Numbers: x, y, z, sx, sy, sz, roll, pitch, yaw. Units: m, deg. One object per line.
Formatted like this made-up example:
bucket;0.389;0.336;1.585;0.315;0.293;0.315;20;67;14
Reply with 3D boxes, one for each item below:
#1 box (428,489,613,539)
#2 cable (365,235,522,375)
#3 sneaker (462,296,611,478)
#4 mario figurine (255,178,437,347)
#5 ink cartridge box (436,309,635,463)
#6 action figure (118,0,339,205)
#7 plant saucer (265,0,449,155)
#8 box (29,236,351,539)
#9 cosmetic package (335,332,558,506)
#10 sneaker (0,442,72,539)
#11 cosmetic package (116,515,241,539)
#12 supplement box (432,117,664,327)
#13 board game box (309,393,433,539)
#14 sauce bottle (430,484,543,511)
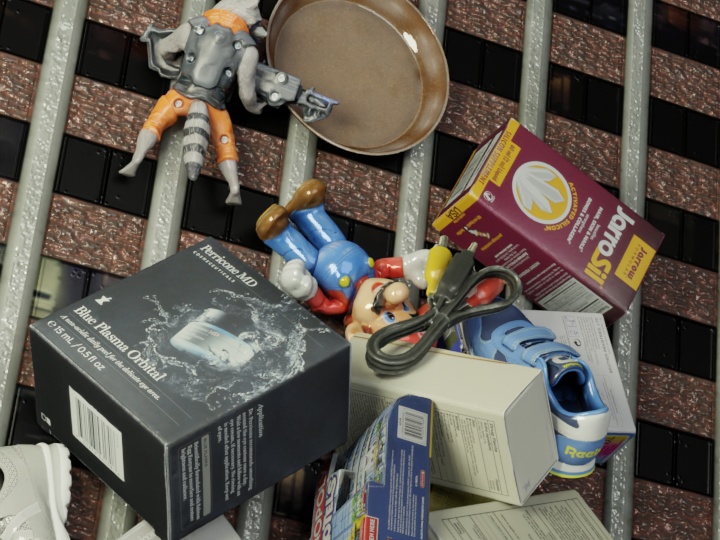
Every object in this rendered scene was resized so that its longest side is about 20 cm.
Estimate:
box;0.130;0.280;1.706;0.199;0.109;0.128;-2;45;-41
cable;0.077;0.043;1.777;0.097;0.050;0.200;27;49;10
sneaker;0.165;0.089;1.786;0.074;0.082;0.200;-14;55;-32
mario figurine;0.000;0.000;1.832;0.123;0.106;0.200;-44;82;2
ink cartridge box;0.146;0.109;1.868;0.199;0.076;0.137;4;56;-26
action figure;-0.119;-0.163;1.842;0.199;0.105;0.195;13;81;-4
plant saucer;-0.007;-0.201;1.962;0.199;0.034;0.201;9;65;-21
box;-0.144;0.096;1.668;0.199;0.118;0.196;-27;47;-33
cosmetic package;0.067;0.129;1.746;0.073;0.199;0.104;-44;133;-42
sneaker;-0.281;0.229;1.612;0.082;0.075;0.201;9;44;-21
cosmetic package;-0.129;0.292;1.662;0.107;0.090;0.200;-37;91;-33
supplement box;0.188;-0.040;1.957;0.200;0.086;0.111;36;58;-8
board game box;-0.010;0.232;1.689;0.061;0.200;0.201;18;52;-19
sauce bottle;0.128;0.224;1.829;0.199;0.066;0.066;22;61;-16
